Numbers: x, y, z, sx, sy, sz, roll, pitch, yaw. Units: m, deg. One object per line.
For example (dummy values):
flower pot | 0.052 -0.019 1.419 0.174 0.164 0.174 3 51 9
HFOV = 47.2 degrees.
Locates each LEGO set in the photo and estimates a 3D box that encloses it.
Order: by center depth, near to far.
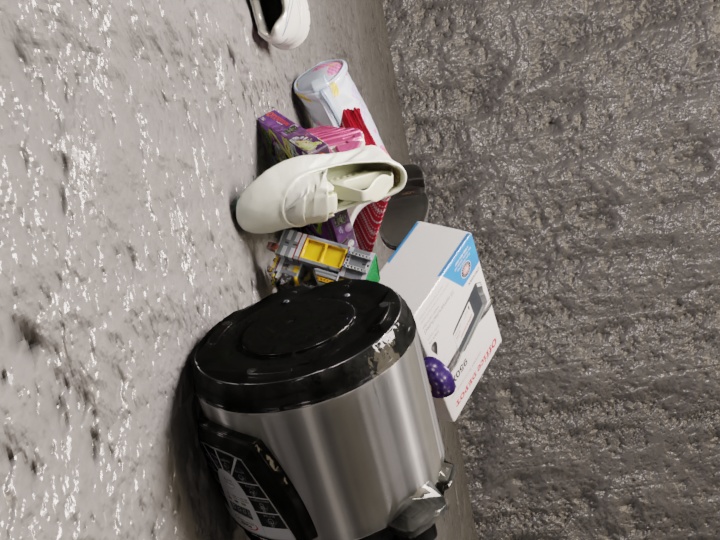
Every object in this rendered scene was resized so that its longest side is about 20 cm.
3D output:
LEGO set | -0.051 0.050 0.847 0.200 0.115 0.155 65 43 -71

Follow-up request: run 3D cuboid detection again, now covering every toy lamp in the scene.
toy lamp | 0.017 0.163 0.883 0.199 0.058 0.059 -33 122 -33

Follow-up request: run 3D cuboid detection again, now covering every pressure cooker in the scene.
pressure cooker | -0.022 0.128 0.631 0.176 0.177 0.202 -85 163 -67

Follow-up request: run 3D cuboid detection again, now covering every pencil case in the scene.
pencil case | -0.021 -0.198 1.173 0.091 0.082 0.201 -75 146 -49

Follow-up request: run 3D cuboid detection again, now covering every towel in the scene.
towel | -0.004 -0.102 1.112 0.201 0.022 0.145 106 -34 -53

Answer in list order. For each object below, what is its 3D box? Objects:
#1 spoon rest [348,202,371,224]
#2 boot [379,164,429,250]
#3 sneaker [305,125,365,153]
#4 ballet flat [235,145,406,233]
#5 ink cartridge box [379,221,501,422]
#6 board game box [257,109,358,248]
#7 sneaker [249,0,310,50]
spoon rest | 0.000 0.000 1.023 0.099 0.060 0.202 25 -61 56
boot | 0.080 -0.038 1.183 0.201 0.069 0.175 -77 158 -52
sneaker | -0.037 -0.122 0.988 0.200 0.073 0.088 -145 -138 -67
ballet flat | -0.030 -0.080 0.813 0.199 0.069 0.070 -23 107 -40
ink cartridge box | 0.092 0.065 1.016 0.145 0.084 0.201 -53 139 -29
board game box | -0.051 -0.074 0.938 0.120 0.032 0.201 34 -29 43
sneaker | -0.104 -0.362 0.964 0.087 0.074 0.202 -52 132 -71
